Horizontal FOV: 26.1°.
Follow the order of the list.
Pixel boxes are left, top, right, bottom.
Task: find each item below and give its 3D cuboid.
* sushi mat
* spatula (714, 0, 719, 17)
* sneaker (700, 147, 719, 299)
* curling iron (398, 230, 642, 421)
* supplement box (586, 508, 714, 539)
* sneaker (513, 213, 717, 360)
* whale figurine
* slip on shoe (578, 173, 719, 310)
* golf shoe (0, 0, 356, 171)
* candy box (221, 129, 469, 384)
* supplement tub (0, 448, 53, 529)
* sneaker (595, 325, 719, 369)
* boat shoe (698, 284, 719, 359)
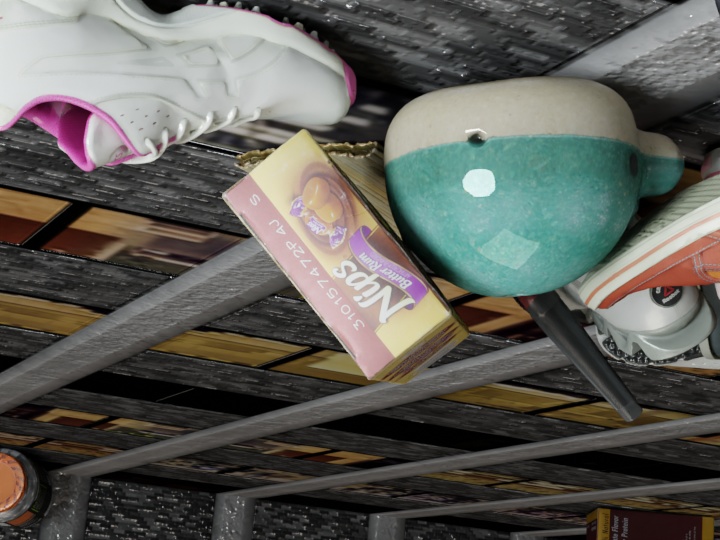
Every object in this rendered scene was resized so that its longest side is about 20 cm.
[{"bbox_3d":[0.011,-0.043,0.988,0.095,0.012,0.200,-2,165,28],"label":"sushi mat"},{"bbox_3d":[0.193,-0.088,0.727,0.056,0.021,0.200,-7,161,21],"label":"spatula"},{"bbox_3d":[0.282,-0.014,0.826,0.200,0.105,0.075,0,163,16],"label":"sneaker"},{"bbox_3d":[0.098,0.020,0.942,0.200,0.050,0.026,42,-165,-9],"label":"curling iron"},{"bbox_3d":[0.492,0.519,2.672,0.199,0.198,0.133,4,166,1],"label":"supplement box"},{"bbox_3d":[0.141,-0.013,0.966,0.089,0.074,0.200,59,164,-20],"label":"sneaker"},{"bbox_3d":[0.091,-0.032,0.812,0.159,0.104,0.200,-5,169,20],"label":"whale figurine"},{"bbox_3d":[0.188,-0.016,0.773,0.200,0.061,0.074,-27,-170,43],"label":"slip on shoe"},{"bbox_3d":[-0.094,-0.082,0.714,0.200,0.092,0.075,11,164,-27],"label":"golf shoe"},{"bbox_3d":[0.000,0.000,0.827,0.056,0.117,0.200,-39,173,3],"label":"candy box"},{"bbox_3d":[-0.586,0.362,2.587,0.122,0.123,0.200,5,165,1],"label":"supplement tub"},{"bbox_3d":[0.274,0.041,1.149,0.199,0.074,0.080,8,-179,7],"label":"sneaker"},{"bbox_3d":[0.251,0.014,1.010,0.062,0.073,0.200,4,161,22],"label":"boat shoe"}]
